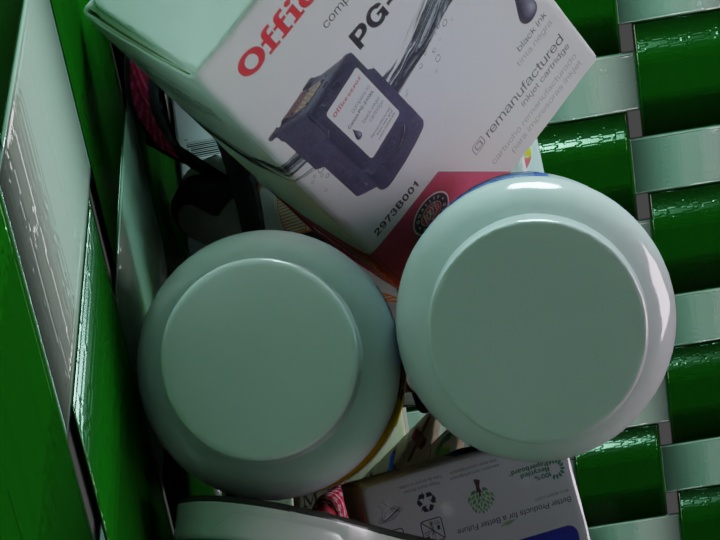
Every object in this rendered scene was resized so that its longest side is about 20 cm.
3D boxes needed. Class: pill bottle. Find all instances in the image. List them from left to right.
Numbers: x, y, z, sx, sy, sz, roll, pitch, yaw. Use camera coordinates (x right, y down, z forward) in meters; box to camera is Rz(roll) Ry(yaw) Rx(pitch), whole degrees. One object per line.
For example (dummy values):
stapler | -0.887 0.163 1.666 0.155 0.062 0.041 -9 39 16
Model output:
pill bottle | -0.035 0.042 0.927 0.200 0.108 0.110 66 15 -85
pill bottle | 0.070 0.017 0.885 0.200 0.111 0.113 -39 119 -84

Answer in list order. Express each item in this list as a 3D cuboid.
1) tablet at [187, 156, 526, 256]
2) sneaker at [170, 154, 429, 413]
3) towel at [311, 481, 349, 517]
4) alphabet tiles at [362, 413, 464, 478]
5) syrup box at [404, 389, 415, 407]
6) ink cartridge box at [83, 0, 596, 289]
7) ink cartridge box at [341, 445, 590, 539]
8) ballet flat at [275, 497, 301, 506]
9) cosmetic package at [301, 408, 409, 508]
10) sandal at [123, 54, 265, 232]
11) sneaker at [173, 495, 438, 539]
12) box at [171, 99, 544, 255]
tablet | 0.000 0.000 1.123 0.014 0.198 0.131 19 59 -61
sneaker | -0.021 0.004 1.074 0.080 0.199 0.074 -59 148 -14
towel | 0.003 0.173 1.010 0.200 0.022 0.146 46 32 -86
alphabet tiles | 0.006 0.174 1.219 0.167 0.006 0.201 -48 -159 41
syrup box | 0.019 0.035 1.235 0.078 0.199 0.082 9 73 -48
ink cartridge box | -0.003 -0.104 0.954 0.084 0.145 0.200 34 -6 40
ink cartridge box | 0.064 0.177 0.950 0.039 0.099 0.202 162 -85 -74
ballet flat | -0.034 0.159 1.188 0.067 0.062 0.202 82 -1 -85
cosmetic package | -0.009 0.166 1.375 0.073 0.102 0.202 76 4 -66
sandal | -0.096 -0.100 1.027 0.075 0.045 0.201 -121 -173 -79
sneaker | 0.013 0.167 0.867 0.084 0.198 0.122 147 -46 -70
box | -0.005 -0.088 1.225 0.041 0.198 0.157 77 3 -66
